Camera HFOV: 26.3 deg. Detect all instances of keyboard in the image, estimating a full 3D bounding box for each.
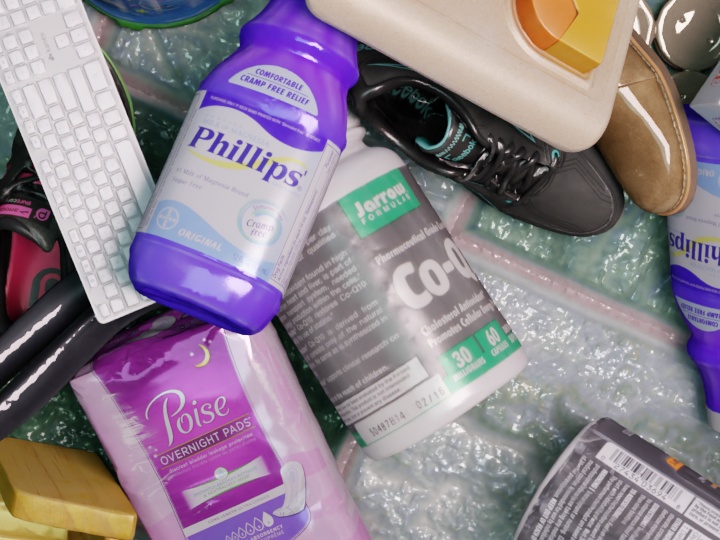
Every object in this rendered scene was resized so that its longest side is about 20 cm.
[{"bbox_3d":[-0.152,-0.074,0.827,0.056,0.011,0.200,-22,97,-8],"label":"keyboard"}]

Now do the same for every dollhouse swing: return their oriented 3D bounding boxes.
[{"bbox_3d":[-0.245,0.209,0.906,0.175,0.182,0.201,8,96,-21],"label":"dollhouse swing"}]

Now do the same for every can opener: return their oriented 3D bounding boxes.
[{"bbox_3d":[-0.158,0.021,0.876,0.200,0.063,0.079,-43,137,-12],"label":"can opener"}]

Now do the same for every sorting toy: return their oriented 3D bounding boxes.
[{"bbox_3d":[0.080,-0.189,0.827,0.185,0.036,0.200,26,71,-20],"label":"sorting toy"}]

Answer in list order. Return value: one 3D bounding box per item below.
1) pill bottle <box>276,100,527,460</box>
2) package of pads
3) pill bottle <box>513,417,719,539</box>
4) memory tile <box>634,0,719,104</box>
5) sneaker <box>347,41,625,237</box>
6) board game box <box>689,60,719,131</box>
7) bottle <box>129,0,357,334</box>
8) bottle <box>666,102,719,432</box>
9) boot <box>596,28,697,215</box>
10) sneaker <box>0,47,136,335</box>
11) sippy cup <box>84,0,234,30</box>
[{"bbox_3d":[0.000,0.000,0.902,0.113,0.113,0.200,-33,88,3],"label":"pill bottle"},{"bbox_3d":[-0.079,0.118,0.928,0.120,0.076,0.200,-24,102,1],"label":"package of pads"},{"bbox_3d":[0.196,0.181,0.897,0.200,0.106,0.106,33,95,19],"label":"pill bottle"},{"bbox_3d":[0.179,-0.147,0.942,0.199,0.017,0.154,2,96,-1],"label":"memory tile"},{"bbox_3d":[0.069,-0.070,0.903,0.200,0.079,0.075,29,116,-13],"label":"sneaker"},{"bbox_3d":[0.316,-0.113,0.856,0.199,0.041,0.200,37,85,-13],"label":"board game box"},{"bbox_3d":[-0.051,-0.070,0.814,0.083,0.065,0.200,22,79,1],"label":"bottle"},{"bbox_3d":[0.225,-0.001,0.921,0.065,0.083,0.201,-17,110,-27],"label":"bottle"},{"bbox_3d":[0.125,-0.115,0.889,0.075,0.074,0.200,-25,88,-32],"label":"boot"},{"bbox_3d":[-0.181,-0.045,0.914,0.077,0.084,0.201,5,95,6],"label":"sneaker"},{"bbox_3d":[-0.124,-0.210,0.878,0.140,0.130,0.178,38,94,-4],"label":"sippy cup"}]
